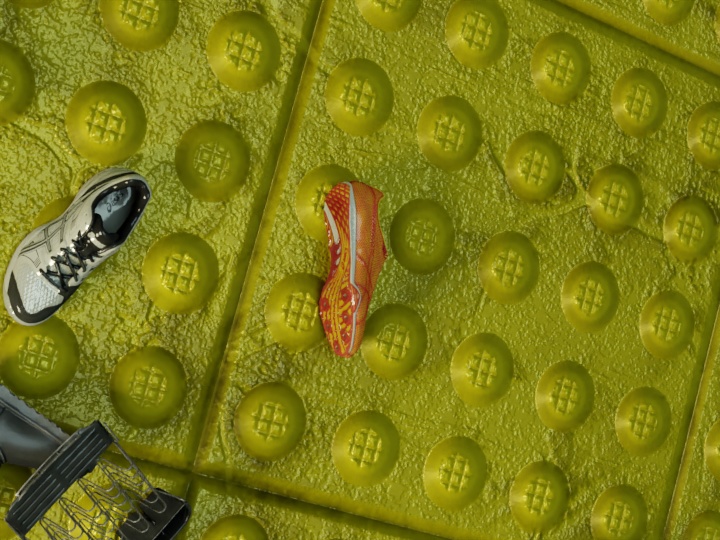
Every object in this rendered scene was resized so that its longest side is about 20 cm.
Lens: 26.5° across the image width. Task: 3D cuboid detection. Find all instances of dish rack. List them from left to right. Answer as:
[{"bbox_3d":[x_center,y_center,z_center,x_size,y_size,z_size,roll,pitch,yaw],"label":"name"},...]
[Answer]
[{"bbox_3d":[-0.272,0.250,1.571,0.154,0.054,0.200,-48,144,-17],"label":"dish rack"}]

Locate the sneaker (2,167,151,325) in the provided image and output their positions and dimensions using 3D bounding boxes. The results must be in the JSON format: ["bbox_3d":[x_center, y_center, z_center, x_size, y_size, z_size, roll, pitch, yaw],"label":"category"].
[{"bbox_3d":[-0.293,-0.029,1.580,0.076,0.088,0.201,41,75,-24],"label":"sneaker"}]

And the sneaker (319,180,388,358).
[{"bbox_3d":[0.000,0.000,1.742,0.077,0.073,0.202,4,92,-37],"label":"sneaker"}]

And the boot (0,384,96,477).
[{"bbox_3d":[-0.388,0.227,1.549,0.165,0.066,0.201,39,72,-14],"label":"boot"}]
